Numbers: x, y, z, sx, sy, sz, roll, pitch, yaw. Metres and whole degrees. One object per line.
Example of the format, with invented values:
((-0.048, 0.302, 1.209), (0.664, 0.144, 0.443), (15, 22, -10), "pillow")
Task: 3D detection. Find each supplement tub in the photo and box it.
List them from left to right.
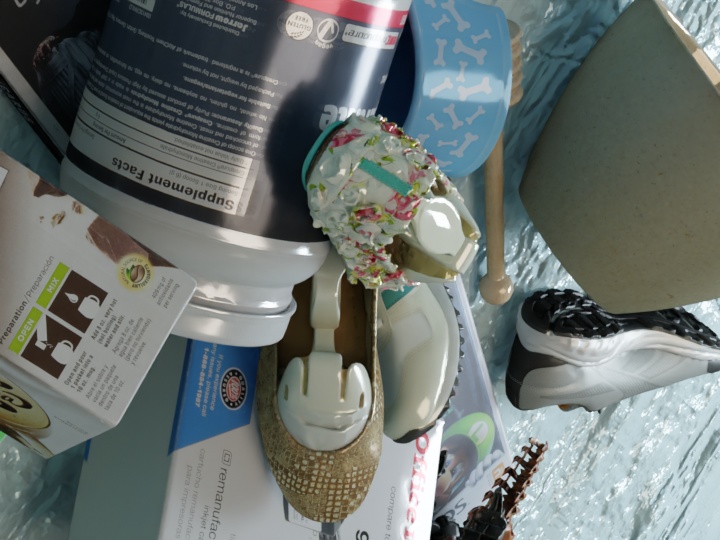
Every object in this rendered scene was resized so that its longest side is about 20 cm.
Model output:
((-0.066, -0.078, 1.018), (0.140, 0.140, 0.200), (6, 107, -46), "supplement tub")

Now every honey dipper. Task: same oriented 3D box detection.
((0.085, -0.061, 1.292), (0.038, 0.038, 0.200), (-29, 131, -31), "honey dipper")

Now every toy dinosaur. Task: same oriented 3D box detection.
((0.051, 0.186, 1.342), (0.136, 0.102, 0.200), (74, 30, -56), "toy dinosaur")

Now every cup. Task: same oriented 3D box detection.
((0.186, -0.054, 1.303), (0.143, 0.200, 0.200), (-38, 140, 14), "cup")

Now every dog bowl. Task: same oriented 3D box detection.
((0.020, -0.145, 1.088), (0.050, 0.111, 0.200), (-2, 70, -27), "dog bowl")

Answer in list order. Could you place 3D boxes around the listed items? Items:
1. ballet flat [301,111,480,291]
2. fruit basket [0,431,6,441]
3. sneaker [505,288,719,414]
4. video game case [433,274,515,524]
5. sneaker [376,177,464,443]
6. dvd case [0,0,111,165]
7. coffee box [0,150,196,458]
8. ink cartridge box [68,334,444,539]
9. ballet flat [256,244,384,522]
((0.023, -0.021, 1.007), (0.076, 0.064, 0.200), (-61, 163, 0), "ballet flat")
((-0.257, 0.030, 0.979), (0.200, 0.094, 0.185), (44, 70, -26), "fruit basket")
((0.174, 0.058, 1.429), (0.200, 0.074, 0.079), (1, 120, -39), "sneaker")
((0.015, 0.116, 1.329), (0.182, 0.023, 0.200), (-39, 134, -23), "video game case")
((0.000, -0.001, 1.165), (0.093, 0.070, 0.200), (13, 62, -28), "sneaker")
((-0.131, -0.149, 1.038), (0.150, 0.025, 0.200), (-48, 138, -14), "dvd case")
((-0.187, -0.008, 0.899), (0.200, 0.113, 0.080), (34, 67, -15), "coffee box")
((-0.054, 0.126, 1.161), (0.200, 0.084, 0.145), (24, 66, -40), "ink cartridge box")
((-0.021, 0.032, 1.093), (0.065, 0.070, 0.200), (93, -6, -83), "ballet flat")
